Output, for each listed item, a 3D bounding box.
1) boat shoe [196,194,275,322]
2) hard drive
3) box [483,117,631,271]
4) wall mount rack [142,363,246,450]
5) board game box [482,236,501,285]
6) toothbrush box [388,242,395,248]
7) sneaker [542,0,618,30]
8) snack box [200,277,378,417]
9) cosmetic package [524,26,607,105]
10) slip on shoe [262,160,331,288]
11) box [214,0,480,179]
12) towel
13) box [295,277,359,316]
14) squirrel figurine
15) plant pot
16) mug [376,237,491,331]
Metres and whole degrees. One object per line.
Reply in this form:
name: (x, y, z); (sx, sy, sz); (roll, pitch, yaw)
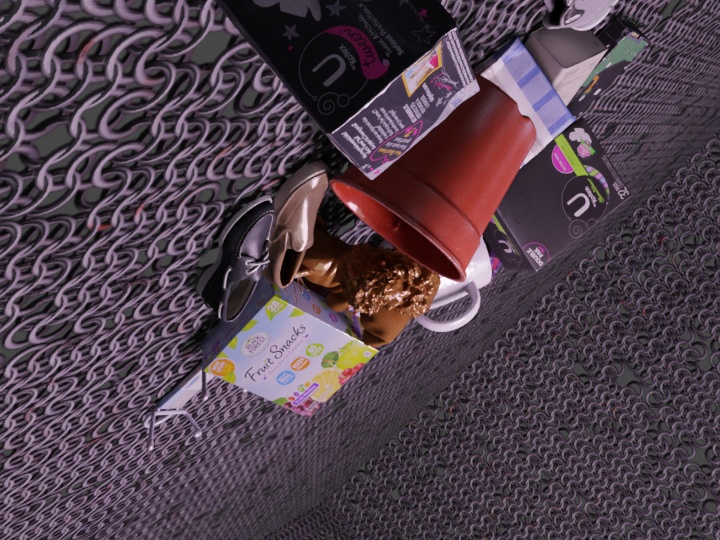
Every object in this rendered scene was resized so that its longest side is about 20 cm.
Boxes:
boat shoe: (-0.140, -0.011, 1.167); (0.075, 0.060, 0.200); (-27, 160, -37)
hard drive: (0.365, -0.310, 1.533); (0.200, 0.038, 0.139); (-46, 163, 26)
box: (0.283, -0.114, 1.482); (0.199, 0.149, 0.124); (-37, -171, -10)
wall mount rack: (-0.257, 0.201, 1.465); (0.200, 0.075, 0.174); (-43, 164, 11)
board game box: (0.230, -0.089, 1.623); (0.120, 0.032, 0.202); (88, 12, -68)
toothbrush box: (0.101, -0.127, 1.350); (0.200, 0.085, 0.146); (-39, 166, -1)
sneaker: (0.289, -0.361, 1.156); (0.115, 0.075, 0.200); (-23, 159, -39)
snack box: (-0.103, 0.110, 1.387); (0.199, 0.068, 0.169); (30, 117, -31)
cosmetic package: (0.248, -0.254, 1.357); (0.103, 0.073, 0.200); (-28, 161, -35)
slip on shoe: (-0.080, -0.053, 1.186); (0.076, 0.061, 0.200); (-23, 157, -45)
box: (-0.024, -0.184, 0.690); (0.114, 0.201, 0.132); (-38, 164, 5)
towel: (0.170, -0.189, 1.255); (0.200, 0.147, 0.024); (-40, -163, -2)
box: (-0.070, 0.075, 1.500); (0.200, 0.096, 0.099); (-49, 160, 30)
squirrel figurine: (0.000, 0.000, 1.288); (0.142, 0.186, 0.200); (-63, -159, -14)
plant pot: (0.099, -0.124, 1.149); (0.196, 0.200, 0.201); (-54, 165, -6)
mug: (0.115, 0.010, 1.558); (0.174, 0.201, 0.148); (-24, 150, -12)
